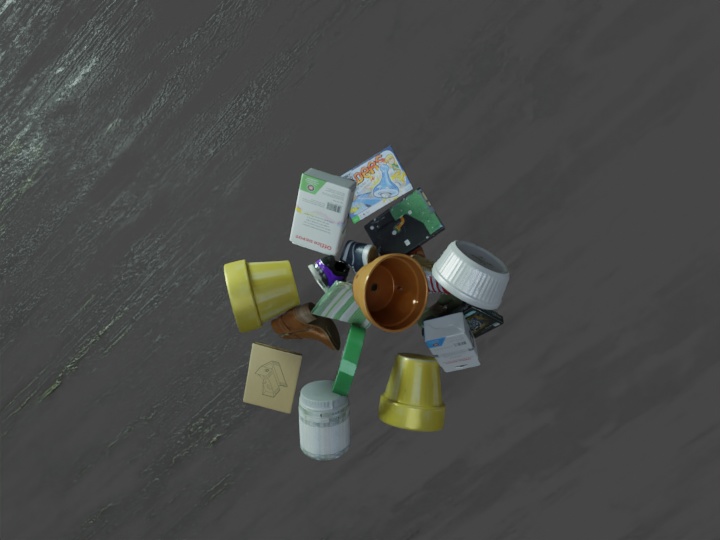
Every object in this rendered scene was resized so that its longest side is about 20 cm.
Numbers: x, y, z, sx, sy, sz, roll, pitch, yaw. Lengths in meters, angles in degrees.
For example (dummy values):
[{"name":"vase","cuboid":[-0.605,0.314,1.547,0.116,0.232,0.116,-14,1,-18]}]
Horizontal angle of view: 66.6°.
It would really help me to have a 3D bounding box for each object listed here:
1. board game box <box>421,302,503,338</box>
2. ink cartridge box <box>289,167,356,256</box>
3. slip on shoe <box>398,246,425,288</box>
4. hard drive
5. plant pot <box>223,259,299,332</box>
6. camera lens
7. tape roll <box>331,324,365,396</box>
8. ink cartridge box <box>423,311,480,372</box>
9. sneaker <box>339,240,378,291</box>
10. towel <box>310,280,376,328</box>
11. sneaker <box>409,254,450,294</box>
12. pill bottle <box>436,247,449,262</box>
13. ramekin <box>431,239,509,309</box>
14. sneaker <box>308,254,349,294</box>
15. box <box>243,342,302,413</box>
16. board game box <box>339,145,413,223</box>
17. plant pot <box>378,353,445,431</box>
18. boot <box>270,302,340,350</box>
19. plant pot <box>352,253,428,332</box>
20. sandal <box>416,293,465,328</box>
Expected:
[{"name":"board game box","cuboid":[0.287,0.158,1.555,0.134,0.029,0.199,26,136,-30]},{"name":"ink cartridge box","cuboid":[-0.105,-0.164,1.539,0.142,0.084,0.204,18,114,7]},{"name":"slip on shoe","cuboid":[0.118,0.014,1.595,0.073,0.061,0.201,30,105,-33]},{"name":"hard drive","cuboid":[0.125,-0.122,1.559,0.198,0.038,0.141,-35,76,12]},{"name":"plant pot","cuboid":[-0.279,0.057,1.581,0.185,0.201,0.206,-16,103,-9]},{"name":"camera lens","cuboid":[-0.109,0.460,1.676,0.156,0.160,0.205,0,104,4]},{"name":"tape roll","cuboid":[-0.034,0.262,1.601,0.047,0.201,0.205,16,104,-2]},{"name":"ink cartridge box","cuboid":[0.259,0.205,1.536,0.113,0.068,0.201,-15,141,17]},{"name":"sneaker","cuboid":[0.000,0.000,1.605,0.107,0.070,0.204,19,133,29]},{"name":"towel","cuboid":[-0.022,0.102,1.579,0.197,0.024,0.153,17,130,-32]},{"name":"sneaker","cuboid":[0.209,0.047,1.519,0.197,0.071,0.114,29,128,19]},{"name":"pill bottle","cuboid":[0.303,0.029,1.570,0.111,0.113,0.202,-34,99,11]},{"name":"ramekin","cuboid":[0.288,0.003,1.399,0.199,0.203,0.096,25,112,-3]},{"name":"sneaker","cuboid":[-0.066,0.027,1.575,0.099,0.070,0.201,-37,141,-2]},{"name":"box","cuboid":[-0.278,0.340,1.728,0.159,0.021,0.205,13,105,0]},{"name":"board game box","cuboid":[0.034,-0.244,1.559,0.197,0.035,0.137,-30,100,10]},{"name":"plant pot","cuboid":[0.159,0.351,1.619,0.195,0.201,0.194,7,88,2]},{"name":"boot","cuboid":[-0.164,0.190,1.658,0.153,0.078,0.200,-24,129,24]},{"name":"plant pot","cuboid":[0.066,0.052,1.477,0.196,0.139,0.206,-3,97,-26]},{"name":"sandal","cuboid":[0.230,0.126,1.583,0.080,0.057,0.201,44,134,1]}]
